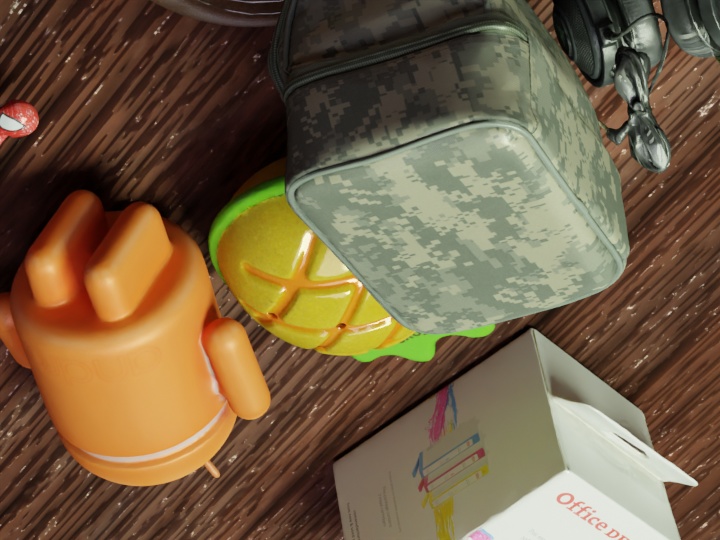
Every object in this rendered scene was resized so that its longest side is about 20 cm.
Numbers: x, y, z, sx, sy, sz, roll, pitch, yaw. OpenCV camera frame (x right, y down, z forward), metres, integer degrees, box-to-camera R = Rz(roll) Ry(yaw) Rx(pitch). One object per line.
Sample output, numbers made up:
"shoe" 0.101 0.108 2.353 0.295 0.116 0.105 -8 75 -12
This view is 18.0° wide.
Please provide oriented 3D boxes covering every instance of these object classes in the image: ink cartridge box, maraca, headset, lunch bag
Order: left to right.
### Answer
"maraca" 0.000 0.000 1.309 0.137 0.107 0.200 -22 141 30
"lunch bag" 0.046 -0.083 1.158 0.139 0.168 0.200 -14 149 20
"ink cartridge box" 0.103 0.146 1.456 0.200 0.125 0.129 -36 130 23
"headset" 0.157 -0.121 1.154 0.123 0.200 0.094 -11 107 21

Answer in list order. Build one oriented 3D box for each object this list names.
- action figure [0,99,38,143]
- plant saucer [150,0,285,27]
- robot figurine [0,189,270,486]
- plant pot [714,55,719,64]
"action figure" -0.275 -0.069 1.211 0.200 0.065 0.099 -15 152 3
"plant saucer" -0.048 -0.195 1.158 0.200 0.037 0.200 -5 135 -5
"robot figurine" -0.136 0.045 1.322 0.144 0.117 0.200 -17 134 -4
"plant pot" 0.320 -0.132 1.187 0.187 0.187 0.200 30 108 -33
